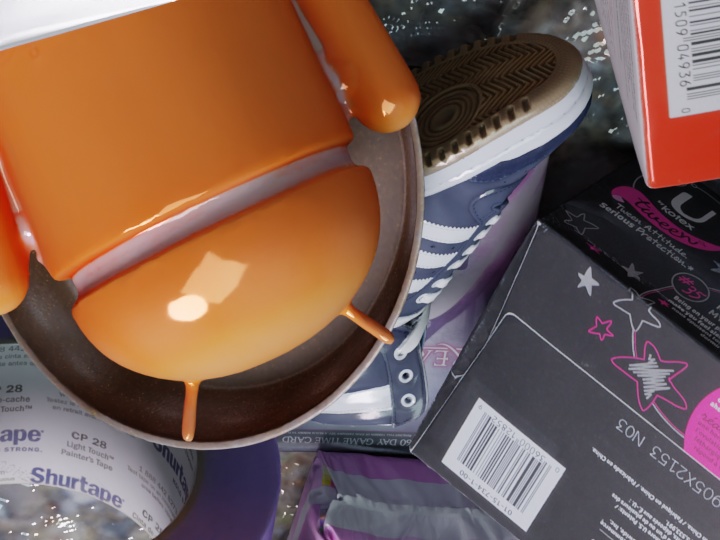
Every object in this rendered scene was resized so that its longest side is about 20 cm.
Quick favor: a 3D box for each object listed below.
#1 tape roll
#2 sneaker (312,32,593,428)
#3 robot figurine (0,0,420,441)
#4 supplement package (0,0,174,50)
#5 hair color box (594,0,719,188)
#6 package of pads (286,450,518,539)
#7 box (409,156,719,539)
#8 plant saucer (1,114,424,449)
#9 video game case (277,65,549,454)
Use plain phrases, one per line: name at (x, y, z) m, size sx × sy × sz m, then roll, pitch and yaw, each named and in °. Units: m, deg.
tape roll at (-0.135, 0.102, 0.877) m, size 0.199 × 0.201 × 0.085 m, roll 5°, pitch 128°, yaw -9°
sneaker at (0.026, -0.010, 0.861) m, size 0.199 × 0.070 × 0.109 m, roll -28°, pitch 121°, yaw 25°
robot figurine at (-0.068, -0.049, 0.734) m, size 0.116 × 0.144 × 0.201 m, roll -26°, pitch 89°, yaw 42°
supplement package at (-0.143, -0.168, 0.635) m, size 0.190 × 0.201 × 0.148 m, roll -13°, pitch 126°, yaw 18°
hair color box at (0.094, -0.125, 0.646) m, size 0.061 × 0.201 × 0.102 m, roll -9°, pitch 129°, yaw 2°
package of pads at (0.013, 0.172, 1.019) m, size 0.120 × 0.076 × 0.201 m, roll 7°, pitch 132°, yaw -12°
box at (0.145, 0.070, 0.872) m, size 0.200 × 0.115 × 0.133 m, roll 39°, pitch 124°, yaw 17°
plant saucer at (-0.060, -0.035, 0.818) m, size 0.199 × 0.034 × 0.202 m, roll 4°, pitch 99°, yaw 26°
video game case at (0.000, 0.000, 0.924) m, size 0.142 × 0.019 × 0.201 m, roll 2°, pitch 128°, yaw -7°
